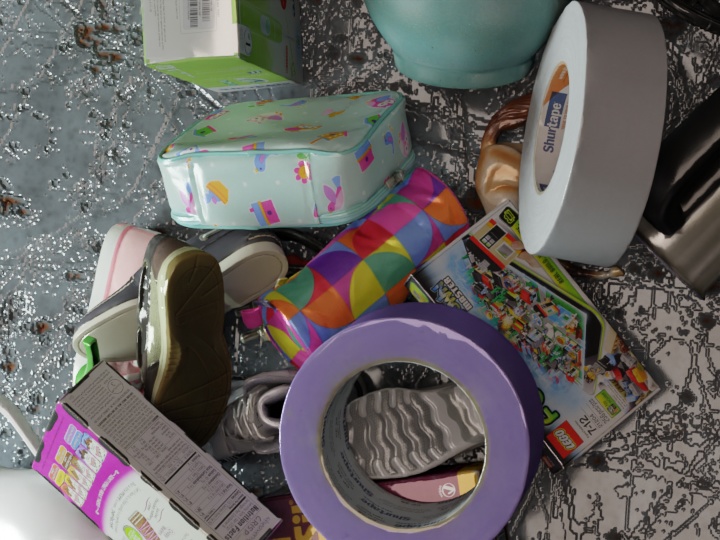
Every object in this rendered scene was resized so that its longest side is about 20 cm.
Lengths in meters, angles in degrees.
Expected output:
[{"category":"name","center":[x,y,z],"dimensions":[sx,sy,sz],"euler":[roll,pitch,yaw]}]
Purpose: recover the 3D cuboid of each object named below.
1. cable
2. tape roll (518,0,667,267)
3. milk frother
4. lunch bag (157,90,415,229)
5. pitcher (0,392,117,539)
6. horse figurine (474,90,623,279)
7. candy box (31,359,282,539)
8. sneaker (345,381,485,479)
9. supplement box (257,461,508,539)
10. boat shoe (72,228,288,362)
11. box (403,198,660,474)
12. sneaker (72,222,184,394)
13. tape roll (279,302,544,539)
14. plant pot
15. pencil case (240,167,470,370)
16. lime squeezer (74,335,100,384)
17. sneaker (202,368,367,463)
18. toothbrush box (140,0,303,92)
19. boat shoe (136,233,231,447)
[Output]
[{"category":"cable","center":[-0.015,0.007,1.748],"dimensions":[0.198,0.050,0.098],"euler":[-5,70,1]},{"category":"tape roll","center":[0.179,-0.107,1.570],"dimensions":[0.066,0.200,0.202],"euler":[8,90,-8]},{"category":"milk frother","center":[0.266,-0.119,1.627],"dimensions":[0.188,0.180,0.200],"euler":[-45,48,8]},{"category":"lunch bag","center":[-0.055,-0.094,1.681],"dimensions":[0.199,0.160,0.078],"euler":[-1,112,23]},{"category":"pitcher","center":[-0.280,0.205,1.745],"dimensions":[0.199,0.121,0.173],"euler":[22,119,19]},{"category":"horse figurine","center":[0.145,-0.058,1.695],"dimensions":[0.132,0.050,0.202],"euler":[-10,88,7]},{"category":"candy box","center":[-0.170,0.183,1.648],"dimensions":[0.200,0.137,0.061],"euler":[42,57,6]},{"category":"sneaker","center":[0.065,0.133,1.675],"dimensions":[0.199,0.082,0.075],"euler":[-13,76,-2]},{"category":"supplement box","center":[0.022,0.238,1.689],"dimensions":[0.199,0.103,0.132],"euler":[-10,87,14]},{"category":"boat shoe","center":[-0.156,0.014,1.702],"dimensions":[0.199,0.073,0.063],"euler":[-26,50,8]},{"category":"box","center":[0.140,0.054,1.634],"dimensions":[0.110,0.035,0.200],"euler":[-37,84,-16]},{"category":"sneaker","center":[-0.186,0.063,1.757],"dimensions":[0.104,0.075,0.202],"euler":[9,86,19]},{"category":"tape roll","center":[0.041,0.129,1.576],"dimensions":[0.198,0.085,0.202],"euler":[2,97,14]},{"category":"plant pot","center":[0.088,-0.232,1.656],"dimensions":[0.199,0.200,0.135],"euler":[8,118,14]},{"category":"pencil case","center":[0.000,0.000,1.675],"dimensions":[0.200,0.088,0.088],"euler":[-37,80,-17]},{"category":"lime squeezer","center":[-0.202,0.113,1.706],"dimensions":[0.070,0.201,0.038],"euler":[5,49,33]},{"category":"sneaker","center":[-0.099,0.123,1.715],"dimensions":[0.199,0.115,0.076],"euler":[-12,85,13]},{"category":"toothbrush box","center":[-0.115,-0.235,1.685],"dimensions":[0.085,0.200,0.147],"euler":[-3,87,12]},{"category":"boat shoe","center":[-0.151,0.060,1.652],"dimensions":[0.066,0.071,0.202],"euler":[43,140,44]}]
